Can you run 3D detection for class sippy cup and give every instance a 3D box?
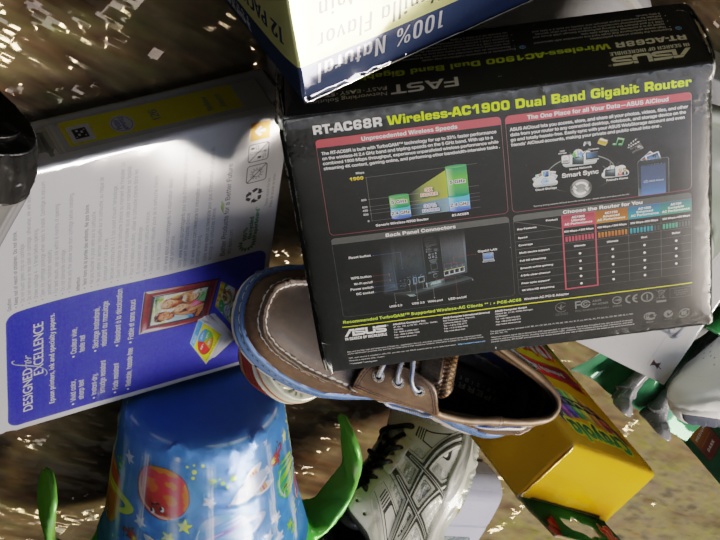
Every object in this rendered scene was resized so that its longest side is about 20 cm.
[{"bbox_3d":[-0.096,0.126,0.984,0.178,0.140,0.130,-37,141,-45],"label":"sippy cup"}]

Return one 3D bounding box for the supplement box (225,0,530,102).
[{"bbox_3d":[0.020,-0.218,0.687,0.200,0.134,0.200,-26,142,-13],"label":"supplement box"}]

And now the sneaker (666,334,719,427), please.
[{"bbox_3d":[0.264,0.003,1.016,0.199,0.079,0.130,-28,113,-6],"label":"sneaker"}]

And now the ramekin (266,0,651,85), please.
[{"bbox_3d":[0.062,-0.115,0.857,0.200,0.105,0.200,-22,141,-19],"label":"ramekin"}]

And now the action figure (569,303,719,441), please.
[{"bbox_3d":[0.249,0.023,1.092,0.118,0.055,0.200,29,105,-31],"label":"action figure"}]

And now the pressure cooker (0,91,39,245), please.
[{"bbox_3d":[-0.245,-0.005,0.655,0.179,0.176,0.200,30,103,-8],"label":"pressure cooker"}]

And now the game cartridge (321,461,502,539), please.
[{"bbox_3d":[0.020,0.226,1.251,0.133,0.041,0.200,8,126,-47],"label":"game cartridge"}]

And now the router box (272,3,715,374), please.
[{"bbox_3d":[0.067,-0.038,0.773,0.200,0.062,0.150,-7,126,1],"label":"router box"}]

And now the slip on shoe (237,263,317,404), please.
[{"bbox_3d":[0.000,0.000,0.948,0.200,0.061,0.074,-47,110,-24],"label":"slip on shoe"}]

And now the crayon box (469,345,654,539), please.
[{"bbox_3d":[0.107,0.088,1.024,0.051,0.200,0.127,-46,147,13],"label":"crayon box"}]

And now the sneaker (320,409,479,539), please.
[{"bbox_3d":[0.019,0.148,1.068,0.088,0.200,0.076,24,153,-27],"label":"sneaker"}]

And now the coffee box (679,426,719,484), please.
[{"bbox_3d":[0.296,0.107,1.203,0.123,0.200,0.044,-10,135,-28],"label":"coffee box"}]

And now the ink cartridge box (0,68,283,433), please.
[{"bbox_3d":[-0.142,-0.003,0.871,0.200,0.047,0.198,-14,140,-24],"label":"ink cartridge box"}]

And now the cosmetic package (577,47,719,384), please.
[{"bbox_3d":[0.170,-0.045,0.990,0.151,0.052,0.200,25,121,-3],"label":"cosmetic package"}]

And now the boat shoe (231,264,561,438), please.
[{"bbox_3d":[0.026,0.043,0.884,0.200,0.072,0.072,17,79,-30],"label":"boat shoe"}]

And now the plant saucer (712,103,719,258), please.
[{"bbox_3d":[0.137,-0.011,0.890,0.200,0.050,0.200,-17,151,-10],"label":"plant saucer"}]
